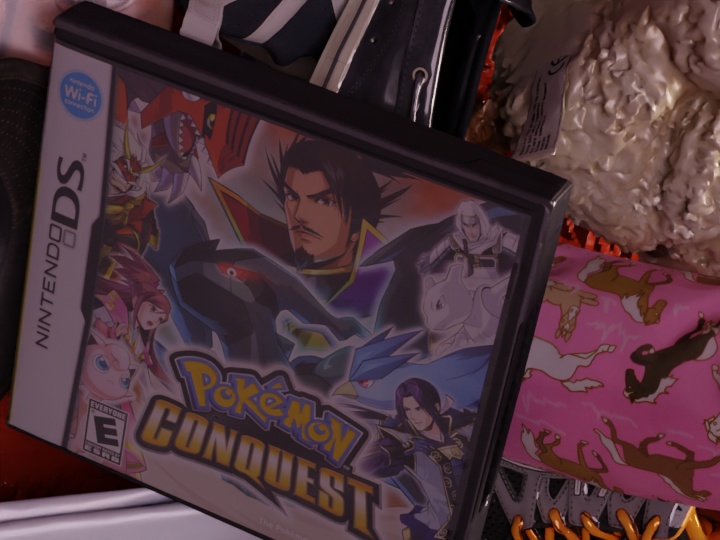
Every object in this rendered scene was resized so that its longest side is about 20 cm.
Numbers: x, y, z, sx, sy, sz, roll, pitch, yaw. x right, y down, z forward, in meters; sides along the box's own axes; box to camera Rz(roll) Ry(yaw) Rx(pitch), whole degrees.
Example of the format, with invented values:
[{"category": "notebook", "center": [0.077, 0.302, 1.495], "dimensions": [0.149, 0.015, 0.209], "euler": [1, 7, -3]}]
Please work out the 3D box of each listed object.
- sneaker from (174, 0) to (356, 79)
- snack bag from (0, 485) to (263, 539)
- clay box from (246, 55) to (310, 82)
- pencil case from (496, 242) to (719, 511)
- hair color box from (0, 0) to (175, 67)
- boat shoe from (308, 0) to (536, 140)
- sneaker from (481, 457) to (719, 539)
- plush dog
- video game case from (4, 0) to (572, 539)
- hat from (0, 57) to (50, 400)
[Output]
[{"category": "sneaker", "center": [-0.014, -0.141, 0.830], "dimensions": [0.079, 0.199, 0.130], "euler": [27, 125, 7]}, {"category": "snack bag", "center": [-0.079, 0.173, 0.894], "dimensions": [0.187, 0.021, 0.201], "euler": [-6, 121, -16]}, {"category": "clay box", "center": [0.000, 0.000, 0.893], "dimensions": [0.114, 0.048, 0.201], "euler": [-13, 103, -11]}, {"category": "pencil case", "center": [0.089, 0.032, 0.801], "dimensions": [0.086, 0.199, 0.083], "euler": [-42, 137, -50]}, {"category": "hair color box", "center": [-0.119, -0.180, 0.816], "dimensions": [0.110, 0.064, 0.201], "euler": [5, 100, -17]}, {"category": "boat shoe", "center": [0.041, -0.116, 0.790], "dimensions": [0.062, 0.075, 0.201], "euler": [24, 91, 22]}, {"category": "sneaker", "center": [0.105, 0.088, 0.850], "dimensions": [0.199, 0.078, 0.078], "euler": [-23, 136, 13]}, {"category": "plush dog", "center": [0.133, -0.043, 0.855], "dimensions": [0.172, 0.200, 0.161], "euler": [41, 96, -23]}, {"category": "video game case", "center": [-0.035, 0.016, 0.793], "dimensions": [0.199, 0.025, 0.182], "euler": [21, 120, 17]}, {"category": "hat", "center": [-0.189, -0.001, 0.813], "dimensions": [0.081, 0.200, 0.201], "euler": [28, 92, 25]}]
